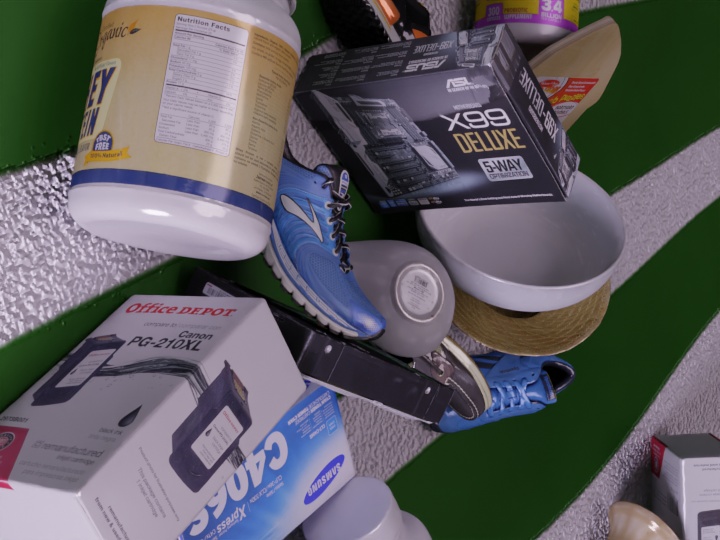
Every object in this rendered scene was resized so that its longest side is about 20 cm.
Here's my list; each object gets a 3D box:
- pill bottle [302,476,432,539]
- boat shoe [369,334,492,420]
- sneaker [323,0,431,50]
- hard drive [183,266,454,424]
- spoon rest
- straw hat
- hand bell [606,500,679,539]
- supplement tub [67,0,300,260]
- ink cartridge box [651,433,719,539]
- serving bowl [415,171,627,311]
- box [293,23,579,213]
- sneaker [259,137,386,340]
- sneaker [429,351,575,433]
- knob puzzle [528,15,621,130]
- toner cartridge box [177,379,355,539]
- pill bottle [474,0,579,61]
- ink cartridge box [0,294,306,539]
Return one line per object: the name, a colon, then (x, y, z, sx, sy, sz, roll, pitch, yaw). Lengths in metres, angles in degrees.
pill bottle: (0.023, 0.280, 1.138, 0.112, 0.111, 0.201, -50, 128, -38)
boat shoe: (0.045, 0.076, 1.194, 0.066, 0.071, 0.201, -52, 121, -23)
sneaker: (0.046, -0.195, 1.183, 0.090, 0.069, 0.201, -55, 129, -30)
hard drive: (-0.031, 0.063, 1.035, 0.199, 0.139, 0.038, 26, 91, -52)
spoon rest: (0.000, 0.000, 1.111, 0.199, 0.060, 0.100, 33, 66, -25)
straw hat: (0.144, 0.014, 1.293, 0.202, 0.200, 0.085, -58, 173, -32)
hand bell: (0.274, 0.371, 1.498, 0.200, 0.104, 0.105, -44, 125, -28)
supplement tub: (-0.119, -0.119, 0.918, 0.144, 0.143, 0.203, 20, 75, -50)
ink cartridge box: (0.411, 0.312, 1.600, 0.145, 0.082, 0.203, -120, -152, -86)
serving bowl: (0.143, -0.029, 1.217, 0.200, 0.199, 0.066, -42, 154, -42)
box: (0.065, -0.122, 1.106, 0.158, 0.198, 0.050, 53, 49, -39)
sneaker: (-0.037, -0.036, 0.999, 0.201, 0.089, 0.079, 56, 4, 4)
sneaker: (0.144, 0.117, 1.315, 0.199, 0.078, 0.067, -14, 104, -49)
knob puzzle: (0.179, -0.178, 1.294, 0.219, 0.220, 0.031, -8, 56, -51)
toner cartridge box: (-0.086, 0.170, 1.050, 0.200, 0.043, 0.096, -35, 119, -46)
pill bottle: (0.168, -0.316, 1.306, 0.104, 0.103, 0.203, 7, 84, -51)
ink cartridge box: (-0.153, 0.105, 0.881, 0.200, 0.144, 0.085, -47, 125, -40)
